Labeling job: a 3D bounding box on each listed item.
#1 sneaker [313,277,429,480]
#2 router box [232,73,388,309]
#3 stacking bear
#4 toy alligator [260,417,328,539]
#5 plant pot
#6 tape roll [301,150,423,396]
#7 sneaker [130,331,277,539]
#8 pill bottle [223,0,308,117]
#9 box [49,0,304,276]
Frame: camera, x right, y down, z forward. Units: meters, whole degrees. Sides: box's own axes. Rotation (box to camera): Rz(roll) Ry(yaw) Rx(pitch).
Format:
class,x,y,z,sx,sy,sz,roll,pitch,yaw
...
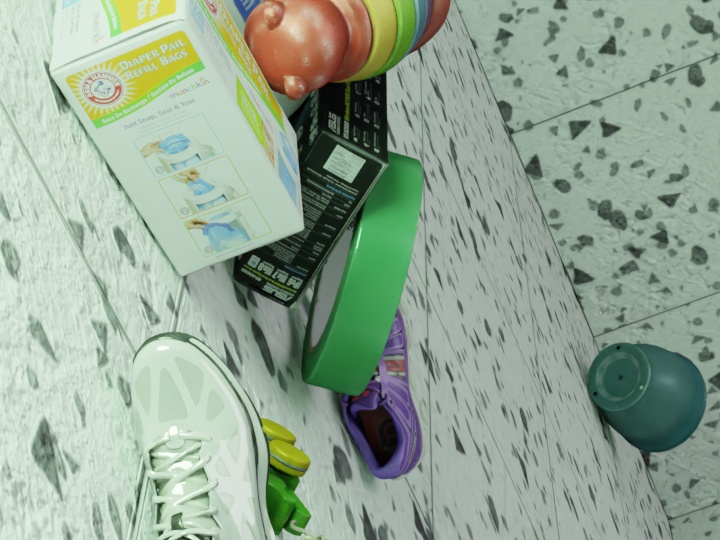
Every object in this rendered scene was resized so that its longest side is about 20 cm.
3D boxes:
class,x,y,z,sx,sy,sz,roll,pitch,yaw
sneaker,0.010,0.088,1.721,0.083,0.080,0.202,-25,95,-73
router box,-0.040,-0.085,1.578,0.062,0.150,0.201,26,27,-14
stacking bear,-0.020,-0.190,1.475,0.200,0.113,0.123,-40,123,-54
toy alligator,-0.066,0.140,1.255,0.054,0.060,0.200,25,9,-21
plant pot,0.531,0.228,3.705,0.187,0.199,0.202,28,41,-51
tape roll,0.000,0.000,1.596,0.200,0.048,0.203,-165,-90,-83
sneaker,-0.094,0.137,1.140,0.115,0.075,0.202,-30,102,-80
pill bottle,-0.120,-0.207,1.511,0.201,0.111,0.113,59,16,-45
box,-0.125,-0.115,1.352,0.113,0.100,0.201,-97,163,-48
